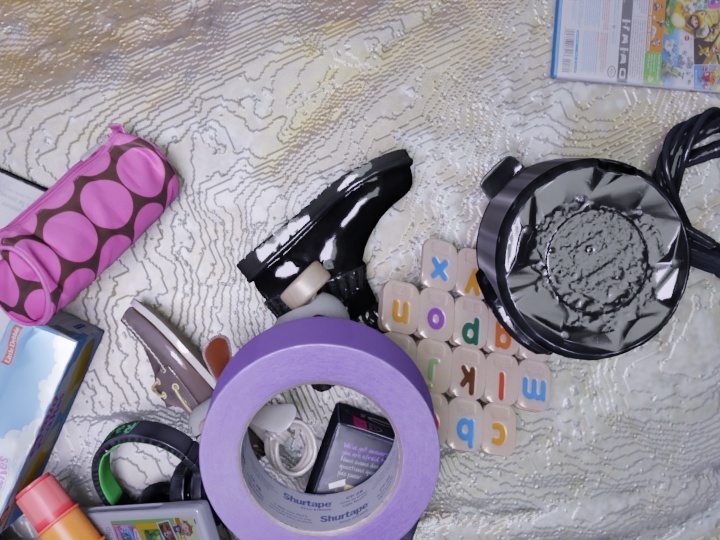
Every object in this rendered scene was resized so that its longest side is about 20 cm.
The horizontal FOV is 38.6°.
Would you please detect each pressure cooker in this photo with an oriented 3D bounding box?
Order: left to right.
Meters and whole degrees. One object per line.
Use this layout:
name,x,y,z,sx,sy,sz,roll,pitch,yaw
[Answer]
pressure cooker,0.197,-0.015,0.950,0.176,0.200,0.179,1,97,-1

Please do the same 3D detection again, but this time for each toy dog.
toy dog,-0.074,0.088,0.920,0.131,0.096,0.202,27,93,5

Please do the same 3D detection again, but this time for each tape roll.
tape roll,-0.033,0.144,0.864,0.197,0.066,0.203,0,108,-1

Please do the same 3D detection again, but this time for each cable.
cable,0.386,-0.071,1.040,0.197,0.051,0.165,19,86,-1

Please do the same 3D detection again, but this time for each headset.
headset,-0.172,0.233,0.974,0.123,0.094,0.200,-35,107,30

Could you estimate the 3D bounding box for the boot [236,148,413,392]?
boot,0.000,0.000,0.998,0.210,0.079,0.159,-38,87,8

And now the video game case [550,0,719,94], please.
video game case,0.295,-0.258,1.038,0.197,0.018,0.145,4,91,-3

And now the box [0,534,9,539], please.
box,-0.323,0.339,0.976,0.199,0.060,0.117,34,118,1

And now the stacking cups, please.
stacking cups,-0.238,0.273,0.941,0.060,0.061,0.201,-35,86,-1

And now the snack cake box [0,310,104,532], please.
snack cake box,-0.321,0.139,0.968,0.066,0.115,0.202,24,91,-3

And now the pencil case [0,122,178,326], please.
pencil case,-0.256,-0.045,0.934,0.090,0.201,0.094,1,129,32

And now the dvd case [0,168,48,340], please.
dvd case,-0.389,-0.006,1.007,0.141,0.018,0.202,23,91,-5

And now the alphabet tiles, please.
alphabet tiles,0.102,0.075,0.993,0.198,0.015,0.199,13,72,-27

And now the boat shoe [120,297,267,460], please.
boat shoe,-0.166,0.114,1.000,0.059,0.072,0.200,-43,100,-4

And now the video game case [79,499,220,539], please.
video game case,-0.193,0.315,0.973,0.180,0.022,0.203,-9,103,26

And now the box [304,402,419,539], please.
box,-0.009,0.245,0.986,0.105,0.122,0.203,20,91,-3
